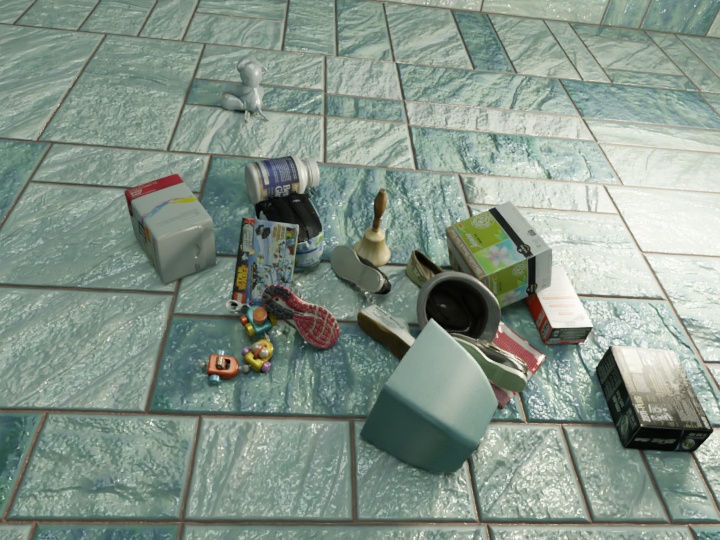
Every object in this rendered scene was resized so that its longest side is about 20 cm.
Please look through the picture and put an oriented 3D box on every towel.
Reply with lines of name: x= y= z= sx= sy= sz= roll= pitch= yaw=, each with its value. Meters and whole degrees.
towel: x=0.317 y=0.207 z=1.276 sx=0.143 sy=0.023 sz=0.198 roll=39 pitch=51 yaw=25

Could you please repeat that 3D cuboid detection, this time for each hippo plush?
hippo plush: x=-0.389 y=-0.620 z=1.876 sx=0.154 sy=0.164 sz=0.203 roll=-5 pitch=46 yaw=-14

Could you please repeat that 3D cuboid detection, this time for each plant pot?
plant pot: x=0.144 y=0.263 z=1.079 sx=0.197 sy=0.199 sz=0.196 roll=34 pitch=48 yaw=13

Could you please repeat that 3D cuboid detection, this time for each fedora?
fedora: x=0.213 y=0.098 z=1.295 sx=0.195 sy=0.090 sz=0.182 roll=22 pitch=83 yaw=-6

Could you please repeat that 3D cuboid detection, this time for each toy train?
toy train: x=-0.253 y=0.144 z=1.199 sx=0.145 sy=0.056 sz=0.205 roll=11 pitch=55 yaw=-6

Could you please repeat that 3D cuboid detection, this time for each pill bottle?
pill bottle: x=-0.219 y=-0.260 z=1.584 sx=0.195 sy=0.113 sz=0.112 roll=-15 pitch=49 yaw=-23

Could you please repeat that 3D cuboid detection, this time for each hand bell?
hand bell: x=0.040 y=-0.119 z=1.423 sx=0.100 sy=0.204 sz=0.106 roll=4 pitch=44 yaw=-4

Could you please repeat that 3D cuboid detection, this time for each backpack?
backpack: x=-0.164 y=-0.098 z=1.426 sx=0.159 sy=0.159 sz=0.199 roll=-14 pitch=28 yaw=-25

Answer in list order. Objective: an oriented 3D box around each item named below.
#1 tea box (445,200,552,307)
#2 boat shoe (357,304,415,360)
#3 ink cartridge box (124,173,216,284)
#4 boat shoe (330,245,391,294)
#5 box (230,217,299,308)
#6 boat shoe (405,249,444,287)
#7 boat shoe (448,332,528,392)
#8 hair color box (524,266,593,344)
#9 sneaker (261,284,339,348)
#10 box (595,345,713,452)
tea box: x=0.337 y=-0.034 z=1.392 sx=0.192 sy=0.136 sz=0.202 roll=-23 pitch=44 yaw=-4
boat shoe: x=0.082 y=0.138 z=1.268 sx=0.198 sy=0.072 sz=0.069 roll=37 pitch=52 yaw=26
ink cartridge box: x=-0.456 y=-0.102 z=1.362 sx=0.142 sy=0.148 sz=0.200 roll=-24 pitch=53 yaw=-29
boat shoe: x=0.000 y=0.000 z=1.399 sx=0.198 sy=0.076 sz=0.060 roll=30 pitch=5 yaw=41
box: x=-0.220 y=-0.011 z=1.304 sx=0.132 sy=0.040 sz=0.207 roll=8 pitch=85 yaw=-2
boat shoe: x=0.190 y=0.029 z=1.400 sx=0.072 sy=0.064 sz=0.199 roll=-31 pitch=58 yaw=-34
boat shoe: x=0.270 y=0.189 z=1.222 sx=0.197 sy=0.073 sz=0.061 roll=29 pitch=42 yaw=7
hair color box: x=0.478 y=0.083 z=1.396 sx=0.107 sy=0.065 sz=0.203 roll=0 pitch=44 yaw=-9
sneaker: x=-0.129 y=0.095 z=1.250 sx=0.198 sy=0.075 sz=0.082 roll=38 pitch=84 yaw=-8
box: x=0.624 y=0.274 z=1.213 sx=0.158 sy=0.088 sz=0.204 roll=4 pitch=44 yaw=-5
